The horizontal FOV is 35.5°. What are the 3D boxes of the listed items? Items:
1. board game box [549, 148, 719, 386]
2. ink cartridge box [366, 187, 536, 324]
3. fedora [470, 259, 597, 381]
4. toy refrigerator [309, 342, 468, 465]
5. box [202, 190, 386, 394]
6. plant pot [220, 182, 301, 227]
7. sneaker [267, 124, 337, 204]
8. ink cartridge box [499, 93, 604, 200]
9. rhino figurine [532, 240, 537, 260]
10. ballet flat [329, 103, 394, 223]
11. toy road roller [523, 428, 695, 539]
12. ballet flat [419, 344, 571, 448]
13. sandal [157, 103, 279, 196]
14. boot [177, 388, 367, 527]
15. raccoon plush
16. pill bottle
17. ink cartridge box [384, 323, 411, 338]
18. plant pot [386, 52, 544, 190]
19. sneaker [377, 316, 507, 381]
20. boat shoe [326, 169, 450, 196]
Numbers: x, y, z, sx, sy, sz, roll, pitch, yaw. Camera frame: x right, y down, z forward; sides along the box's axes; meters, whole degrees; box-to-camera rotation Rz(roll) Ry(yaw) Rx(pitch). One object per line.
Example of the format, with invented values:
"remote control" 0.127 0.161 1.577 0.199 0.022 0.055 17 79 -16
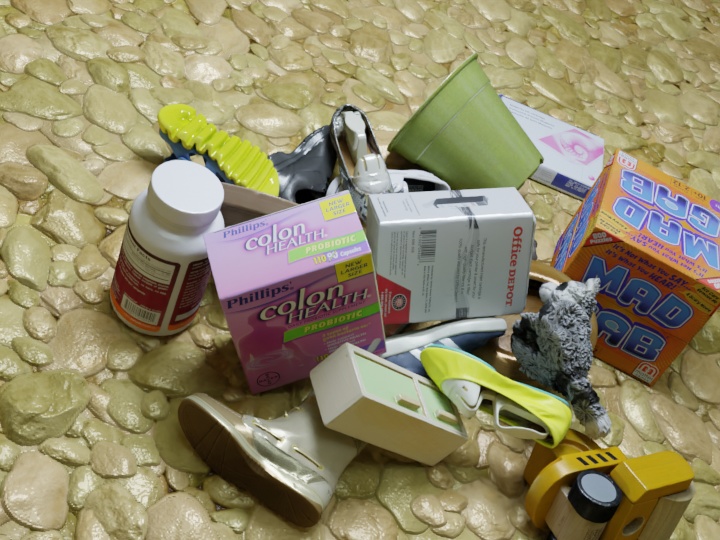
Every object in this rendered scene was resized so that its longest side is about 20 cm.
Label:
"board game box" 0.392 -0.005 1.608 0.198 0.201 0.201 28 42 1
"ink cartridge box" 0.109 -0.019 1.413 0.196 0.146 0.084 -3 30 -9
"fedora" 0.215 0.079 1.509 0.197 0.082 0.203 3 55 -4
"toy refrigerator" 0.038 0.157 1.307 0.199 0.070 0.077 29 32 -43
"box" -0.071 0.030 1.301 0.173 0.201 0.098 -17 52 -6
"plant pot" -0.139 -0.042 1.426 0.198 0.201 0.094 16 83 -11
"sneaker" -0.073 -0.139 1.612 0.091 0.076 0.199 47 53 9
"ink cartridge box" 0.317 -0.220 1.898 0.194 0.044 0.202 21 44 -6
"rhino figurine" 0.161 -0.012 1.603 0.197 0.060 0.089 9 56 -14
"ballet flat" 0.002 -0.152 1.559 0.071 0.072 0.202 -2 56 -28
"toy road roller" 0.287 0.260 1.361 0.197 0.124 0.147 -4 39 -28
"ballet flat" 0.156 0.153 1.334 0.197 0.067 0.068 24 55 2
"sandal" -0.195 -0.143 1.528 0.199 0.088 0.079 36 42 12
"boot" -0.095 0.177 1.281 0.199 0.073 0.156 35 43 6
"raccoon plush" 0.275 0.104 1.408 0.133 0.097 0.202 -20 81 -36
"pill bottle" -0.223 -0.027 1.320 0.111 0.201 0.114 14 43 -14
"ink cartridge box" 0.000 0.000 1.519 0.199 0.050 0.162 39 43 8
"plant pot" 0.172 -0.189 1.709 0.190 0.200 0.200 45 44 1
"sneaker" 0.094 0.114 1.413 0.197 0.075 0.086 -14 92 -8
"boat shoe" 0.044 -0.114 1.620 0.198 0.075 0.065 -14 19 -35
